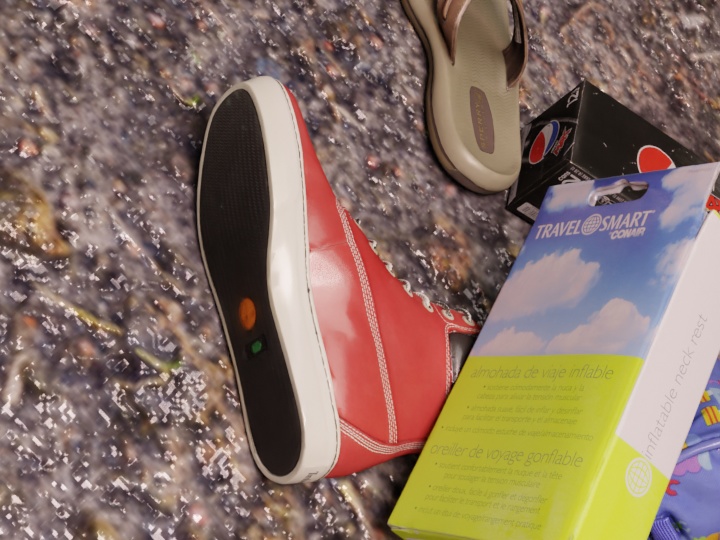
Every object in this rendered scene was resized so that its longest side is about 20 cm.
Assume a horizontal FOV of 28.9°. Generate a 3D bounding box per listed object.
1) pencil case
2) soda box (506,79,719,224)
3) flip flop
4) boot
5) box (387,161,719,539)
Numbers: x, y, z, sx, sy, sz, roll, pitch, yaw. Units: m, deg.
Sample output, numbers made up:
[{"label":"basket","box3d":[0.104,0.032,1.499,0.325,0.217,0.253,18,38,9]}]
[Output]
[{"label":"pencil case","box3d":[0.143,0.064,0.710,0.078,0.087,0.200,54,6,-29]},{"label":"soda box","box3d":[0.189,-0.030,0.860,0.199,0.063,0.071,30,52,-20]},{"label":"flip flop","box3d":[0.070,-0.144,0.838,0.081,0.058,0.201,10,62,-31]},{"label":"boot","box3d":[0.000,0.000,0.711,0.143,0.072,0.202,-5,78,-37]},{"label":"box","box3d":[0.102,0.047,0.656,0.048,0.122,0.201,40,65,-28]}]
